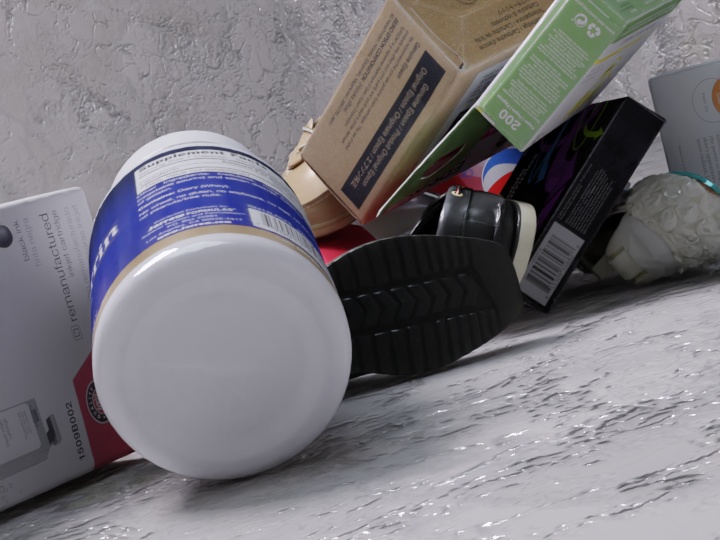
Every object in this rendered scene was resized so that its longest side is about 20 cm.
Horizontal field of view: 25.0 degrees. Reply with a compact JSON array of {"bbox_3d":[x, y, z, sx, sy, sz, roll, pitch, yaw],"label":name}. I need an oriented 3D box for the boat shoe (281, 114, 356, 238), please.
[{"bbox_3d":[-0.023,-0.084,1.189,0.071,0.065,0.200,2,29,23],"label":"boat shoe"}]

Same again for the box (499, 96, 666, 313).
[{"bbox_3d":[0.127,-0.045,1.098,0.144,0.036,0.200,-58,6,-2],"label":"box"}]

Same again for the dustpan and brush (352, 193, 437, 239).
[{"bbox_3d":[-0.048,-0.028,1.279,0.198,0.058,0.139,-7,14,-27],"label":"dustpan and brush"}]

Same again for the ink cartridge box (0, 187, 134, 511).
[{"bbox_3d":[-0.213,0.053,0.799,0.082,0.148,0.199,-11,6,38],"label":"ink cartridge box"}]

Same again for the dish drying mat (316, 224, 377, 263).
[{"bbox_3d":[0.000,0.000,1.120,0.076,0.018,0.200,12,14,-22],"label":"dish drying mat"}]

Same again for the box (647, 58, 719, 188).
[{"bbox_3d":[0.302,-0.090,1.030,0.199,0.126,0.097,-11,5,39],"label":"box"}]

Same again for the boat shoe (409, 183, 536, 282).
[{"bbox_3d":[0.061,-0.020,1.049,0.062,0.074,0.201,11,-3,-6],"label":"boat shoe"}]

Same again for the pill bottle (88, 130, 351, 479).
[{"bbox_3d":[-0.074,0.006,0.785,0.115,0.117,0.200,-15,23,-4],"label":"pill bottle"}]

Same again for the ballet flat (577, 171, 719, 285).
[{"bbox_3d":[0.179,-0.018,1.037,0.071,0.072,0.200,-15,2,-9],"label":"ballet flat"}]

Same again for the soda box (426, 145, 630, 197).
[{"bbox_3d":[0.104,-0.075,1.266,0.199,0.064,0.070,22,3,32],"label":"soda box"}]

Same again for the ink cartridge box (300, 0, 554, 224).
[{"bbox_3d":[0.074,-0.137,1.117,0.199,0.075,0.165,-30,-19,-39],"label":"ink cartridge box"}]

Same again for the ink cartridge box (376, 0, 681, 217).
[{"bbox_3d":[0.108,-0.105,1.018,0.200,0.048,0.145,-51,-9,28],"label":"ink cartridge box"}]

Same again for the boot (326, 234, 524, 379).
[{"bbox_3d":[-0.013,0.030,0.946,0.198,0.078,0.138,-14,-1,-6],"label":"boot"}]
